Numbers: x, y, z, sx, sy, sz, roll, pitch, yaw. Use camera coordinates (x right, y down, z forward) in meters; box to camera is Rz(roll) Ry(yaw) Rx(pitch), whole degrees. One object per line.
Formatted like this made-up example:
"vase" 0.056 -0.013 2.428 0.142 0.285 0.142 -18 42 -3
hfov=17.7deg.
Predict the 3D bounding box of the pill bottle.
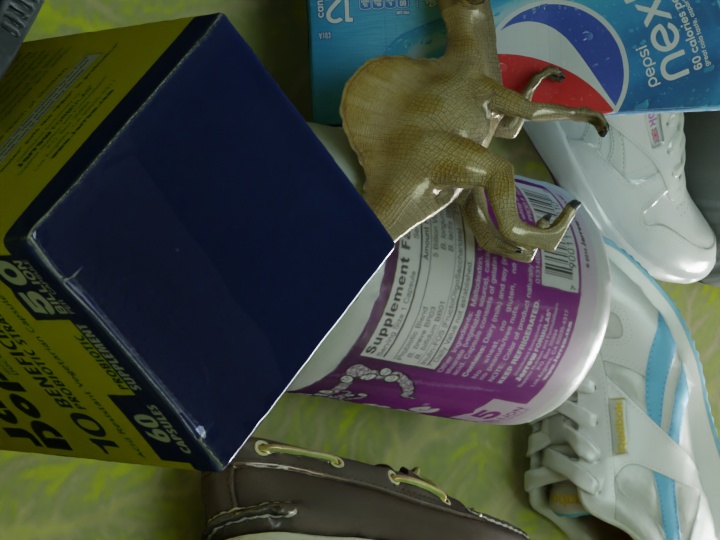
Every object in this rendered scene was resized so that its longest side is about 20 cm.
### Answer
"pill bottle" 0.000 0.000 0.966 0.200 0.112 0.112 12 82 -38

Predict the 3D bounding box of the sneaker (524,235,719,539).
"sneaker" 0.114 0.070 1.083 0.081 0.076 0.200 -35 109 -32

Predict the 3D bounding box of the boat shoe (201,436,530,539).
"boat shoe" 0.009 0.112 1.001 0.200 0.072 0.060 13 59 -44

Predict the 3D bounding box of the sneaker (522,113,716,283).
"sneaker" 0.125 -0.074 1.072 0.200 0.100 0.075 51 21 -28

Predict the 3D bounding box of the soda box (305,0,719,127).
"soda box" 0.078 -0.096 0.988 0.200 0.068 0.064 -3 93 1

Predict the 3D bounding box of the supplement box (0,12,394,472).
"supplement box" -0.107 -0.008 0.820 0.109 0.200 0.110 52 60 -26

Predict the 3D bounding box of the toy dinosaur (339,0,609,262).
"toy dinosaur" 0.033 -0.040 0.911 0.101 0.058 0.200 30 58 -4

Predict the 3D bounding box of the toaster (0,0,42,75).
"toaster" -0.177 -0.121 0.799 0.114 0.129 0.200 32 69 -34

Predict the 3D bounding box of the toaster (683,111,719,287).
"toaster" 0.221 -0.086 1.137 0.114 0.129 0.200 -13 97 -40
